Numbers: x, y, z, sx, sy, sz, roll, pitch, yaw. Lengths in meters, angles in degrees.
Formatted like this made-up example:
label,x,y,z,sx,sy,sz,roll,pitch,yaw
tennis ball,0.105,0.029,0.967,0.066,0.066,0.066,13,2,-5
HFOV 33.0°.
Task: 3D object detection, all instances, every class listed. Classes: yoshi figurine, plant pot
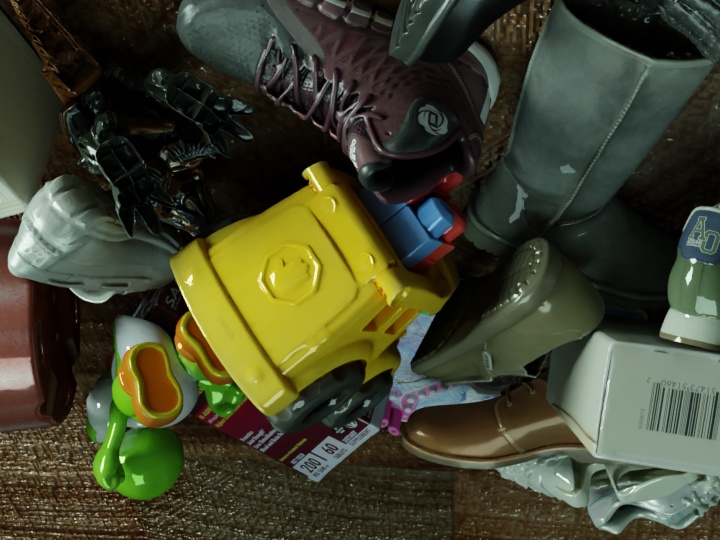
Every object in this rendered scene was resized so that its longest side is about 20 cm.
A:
label,x,y,z,sx,sy,sz,roll,pitch,yaw
yoshi figurine,-0.146,0.109,0.885,0.112,0.113,0.200,20,152,-18
plant pot,-0.313,0.042,0.882,0.193,0.202,0.202,-2,141,-1

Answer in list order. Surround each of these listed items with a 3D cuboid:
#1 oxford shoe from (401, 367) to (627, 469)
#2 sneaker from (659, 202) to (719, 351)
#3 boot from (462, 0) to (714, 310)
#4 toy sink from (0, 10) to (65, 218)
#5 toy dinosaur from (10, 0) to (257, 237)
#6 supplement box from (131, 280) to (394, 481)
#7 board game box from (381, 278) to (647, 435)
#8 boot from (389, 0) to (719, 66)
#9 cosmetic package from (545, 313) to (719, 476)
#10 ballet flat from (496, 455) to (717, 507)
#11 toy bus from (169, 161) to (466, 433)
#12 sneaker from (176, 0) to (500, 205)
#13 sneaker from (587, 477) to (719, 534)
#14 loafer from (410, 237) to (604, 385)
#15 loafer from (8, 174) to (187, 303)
label,x,y,z,sx,sy,sz,roll,pitch,yaw
oxford shoe,0.127,0.108,0.945,0.198,0.071,0.072,-6,117,11
sneaker,0.256,-0.007,0.778,0.067,0.091,0.199,13,-166,38
boot,0.167,-0.072,0.757,0.180,0.073,0.201,15,134,-12
toy sink,-0.293,-0.121,0.728,0.129,0.113,0.200,-11,137,21
toy dinosaur,-0.149,-0.086,0.755,0.199,0.103,0.135,27,-179,-39
supplement box,-0.086,0.080,0.960,0.199,0.061,0.109,30,137,-13
board game box,0.107,0.084,0.980,0.198,0.026,0.201,9,141,-2
boot,0.124,-0.152,0.624,0.157,0.080,0.211,30,131,-16
cosmetic package,0.189,0.075,0.800,0.103,0.074,0.200,9,-177,1
ballet flat,0.196,0.157,0.982,0.198,0.072,0.072,-12,137,23
toy bus,0.000,0.000,0.811,0.192,0.136,0.200,-39,163,11
sneaker,-0.015,-0.101,0.702,0.198,0.116,0.076,12,141,-6
sneaker,0.281,0.175,1.020,0.199,0.081,0.070,-20,132,28
loafer,0.094,0.042,0.817,0.067,0.076,0.200,33,158,-8
loafer,-0.169,-0.015,0.811,0.070,0.070,0.200,-46,164,6
